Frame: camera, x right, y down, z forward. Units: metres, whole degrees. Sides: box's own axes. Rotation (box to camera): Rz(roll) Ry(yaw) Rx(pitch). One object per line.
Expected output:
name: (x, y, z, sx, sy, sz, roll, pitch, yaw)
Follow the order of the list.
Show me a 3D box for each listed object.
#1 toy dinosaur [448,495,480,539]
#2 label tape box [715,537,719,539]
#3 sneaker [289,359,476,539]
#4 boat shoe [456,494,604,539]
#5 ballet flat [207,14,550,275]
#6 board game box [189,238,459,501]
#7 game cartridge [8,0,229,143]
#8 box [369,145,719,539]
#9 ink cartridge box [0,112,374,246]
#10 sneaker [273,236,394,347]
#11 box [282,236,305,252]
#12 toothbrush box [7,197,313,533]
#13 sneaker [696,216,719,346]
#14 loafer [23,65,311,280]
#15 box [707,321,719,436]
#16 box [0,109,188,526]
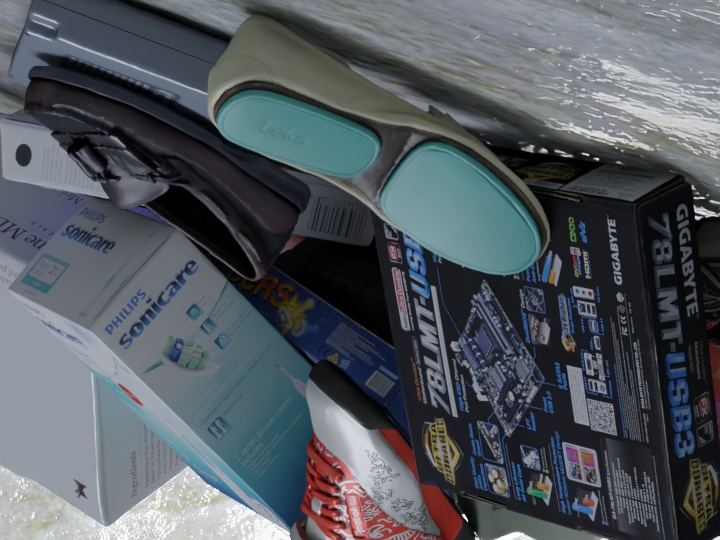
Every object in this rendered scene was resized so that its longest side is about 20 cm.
toy dinosaur: (0.043, 0.140, 1.740, 0.088, 0.048, 0.199, 38, -159, 33)
label tape box: (0.229, 0.140, 1.780, 0.143, 0.066, 0.200, 29, 166, 13)
sneaker: (-0.010, 0.142, 1.575, 0.067, 0.108, 0.202, 46, 174, 39)
boat shoe: (0.118, 0.120, 1.570, 0.071, 0.070, 0.201, -23, -178, -20)
ballet flat: (0.013, -0.066, 1.335, 0.199, 0.070, 0.069, 29, 169, -25)
board game box: (-0.018, 0.056, 1.675, 0.200, 0.034, 0.135, 34, 168, 35)
game cartridge: (-0.124, -0.110, 1.470, 0.132, 0.042, 0.200, 16, 173, -10)
box: (0.097, 0.037, 1.422, 0.050, 0.201, 0.198, -25, -156, -37)
ink cartridge box: (-0.123, -0.059, 1.671, 0.199, 0.044, 0.198, 14, -176, 36)
sneaker: (0.000, 0.000, 1.741, 0.076, 0.091, 0.200, 57, 166, -20)
box: (-0.005, 0.049, 1.881, 0.199, 0.095, 0.103, 31, -176, 8)
toothbrush box: (-0.103, 0.057, 1.651, 0.200, 0.085, 0.146, 48, 167, -26)
sneaker: (0.182, 0.013, 1.431, 0.199, 0.075, 0.081, 13, 170, 37)
loafer: (-0.107, -0.051, 1.473, 0.072, 0.063, 0.200, 11, 169, 47)
box: (0.148, 0.047, 1.623, 0.199, 0.095, 0.103, 17, 171, 16)
box: (-0.204, 0.031, 1.836, 0.198, 0.131, 0.201, 28, 136, 30)
